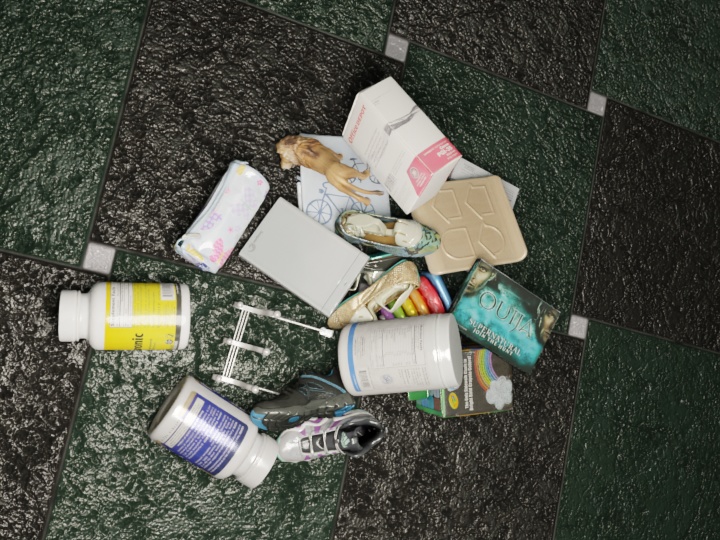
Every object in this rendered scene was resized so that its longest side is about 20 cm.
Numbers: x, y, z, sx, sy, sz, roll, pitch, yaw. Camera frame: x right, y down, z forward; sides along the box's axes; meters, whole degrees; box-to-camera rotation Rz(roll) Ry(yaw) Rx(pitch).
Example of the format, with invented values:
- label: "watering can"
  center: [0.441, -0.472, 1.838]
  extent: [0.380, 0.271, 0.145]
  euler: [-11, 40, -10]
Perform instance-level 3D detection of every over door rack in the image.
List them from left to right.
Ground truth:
- label: "over door rack"
  center: [-0.149, 0.151, 1.259]
  extent: [0.199, 0.067, 0.149]
  euler: [19, 81, -19]

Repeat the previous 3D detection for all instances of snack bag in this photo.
- label: "snack bag"
  center: [-0.034, -0.165, 1.344]
  extent: [0.187, 0.021, 0.202]
  euler: [-2, 85, -21]

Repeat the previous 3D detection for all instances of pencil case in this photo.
- label: "pencil case"
  center: [-0.242, -0.094, 1.227]
  extent: [0.091, 0.083, 0.201]
  euler: [43, 72, -36]

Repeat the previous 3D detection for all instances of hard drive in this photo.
- label: "hard drive"
  center: [-0.101, -0.025, 1.268]
  extent: [0.199, 0.027, 0.132]
  euler: [34, 79, 6]

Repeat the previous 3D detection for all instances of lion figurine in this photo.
- label: "lion figurine"
  center: [-0.056, -0.184, 1.246]
  extent: [0.122, 0.199, 0.073]
  euler: [18, 99, -49]

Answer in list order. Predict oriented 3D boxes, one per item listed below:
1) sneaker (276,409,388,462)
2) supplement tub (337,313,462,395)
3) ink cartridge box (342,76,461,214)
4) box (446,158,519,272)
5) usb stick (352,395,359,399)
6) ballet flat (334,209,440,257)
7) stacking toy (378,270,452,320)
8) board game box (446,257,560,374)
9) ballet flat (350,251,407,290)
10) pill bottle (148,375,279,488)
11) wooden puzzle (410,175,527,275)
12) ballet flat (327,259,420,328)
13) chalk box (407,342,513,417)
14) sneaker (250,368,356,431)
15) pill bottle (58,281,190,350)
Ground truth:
- label: "sneaker"
  center: [-0.047, 0.299, 1.249]
  extent: [0.199, 0.140, 0.078]
  euler: [-16, 93, -21]
- label: "supplement tub"
  center: [0.071, 0.148, 1.231]
  extent: [0.198, 0.132, 0.133]
  euler: [-7, 90, 16]
- label: "ink cartridge box"
  center: [0.070, -0.227, 1.276]
  extent: [0.083, 0.147, 0.200]
  euler: [-34, 79, -26]
- label: "box"
  center: [0.222, -0.107, 1.427]
  extent: [0.155, 0.041, 0.201]
  euler: [25, 80, -17]
- label: "usb stick"
  center: [0.008, 0.198, 1.325]
  extent: [0.199, 0.033, 0.056]
  euler: [-33, 80, -23]
- label: "ballet flat"
  center: [0.048, -0.070, 1.276]
  extent: [0.198, 0.074, 0.075]
  euler: [7, 84, 6]
- label: "stacking toy"
  center: [0.077, 0.089, 1.339]
  extent: [0.199, 0.116, 0.110]
  euler: [-26, 95, -8]
- label: "board game box"
  center: [0.264, 0.086, 1.302]
  extent: [0.199, 0.028, 0.136]
  euler: [32, 81, -16]
- label: "ballet flat"
  center: [0.000, 0.000, 1.329]
  extent: [0.198, 0.068, 0.069]
  euler: [-7, 99, -11]
- label: "pill bottle"
  center: [-0.243, 0.279, 1.188]
  extent: [0.199, 0.120, 0.120]
  euler: [36, 76, -14]
- label: "wooden puzzle"
  center: [0.200, -0.086, 1.352]
  extent: [0.198, 0.046, 0.187]
  euler: [-10, 70, -16]
- label: "ballet flat"
  center: [0.027, 0.060, 1.292]
  extent: [0.200, 0.070, 0.065]
  euler: [-39, 59, 11]
- label: "chalk box"
  center: [0.176, 0.208, 1.349]
  extent: [0.198, 0.124, 0.126]
  euler: [-1, 88, -20]
- label: "sneaker"
  center: [-0.107, 0.224, 1.223]
  extent: [0.199, 0.073, 0.082]
  euler: [-3, 58, -37]
- label: "pill bottle"
  center: [-0.385, 0.075, 1.150]
  extent: [0.198, 0.111, 0.112]
  euler: [2, 86, -20]
